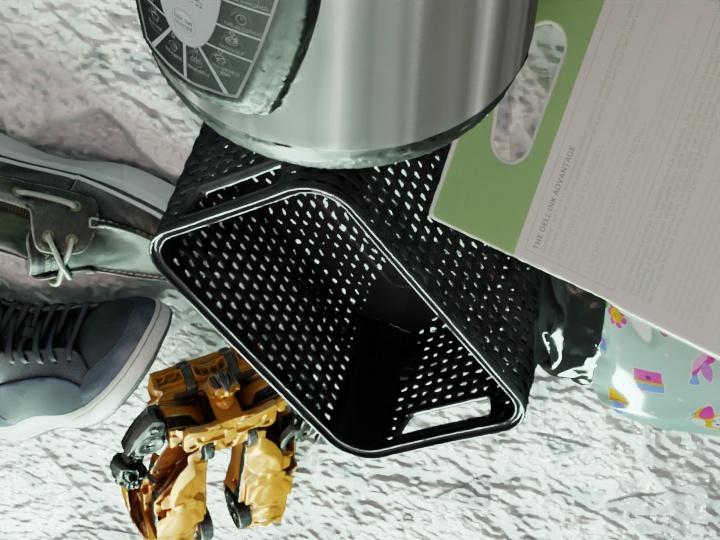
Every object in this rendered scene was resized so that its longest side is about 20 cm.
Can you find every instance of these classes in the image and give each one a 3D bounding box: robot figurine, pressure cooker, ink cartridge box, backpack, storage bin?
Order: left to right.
[{"bbox_3d":[-0.095,0.115,1.108,0.144,0.059,0.201,-17,148,-19],"label":"robot figurine"},{"bbox_3d":[-0.009,-0.165,0.684,0.174,0.180,0.201,-4,142,-7],"label":"pressure cooker"},{"bbox_3d":[0.000,0.000,0.939,0.134,0.094,0.200,-16,129,36],"label":"storage bin"},{"bbox_3d":[0.139,-0.051,0.749,0.199,0.147,0.048,27,-165,33],"label":"ink cartridge box"},{"bbox_3d":[0.187,0.008,0.842,0.198,0.127,0.168,10,139,9],"label":"backpack"}]

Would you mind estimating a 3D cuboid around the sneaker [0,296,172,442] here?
[{"bbox_3d":[-0.222,0.037,1.088,0.146,0.078,0.201,39,139,-27],"label":"sneaker"}]

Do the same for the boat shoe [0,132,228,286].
[{"bbox_3d":[-0.177,-0.024,1.001,0.198,0.071,0.072,17,142,2],"label":"boat shoe"}]
